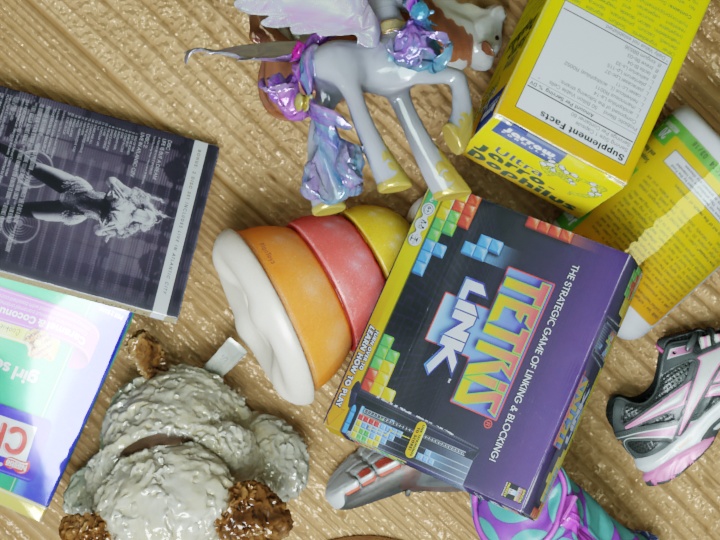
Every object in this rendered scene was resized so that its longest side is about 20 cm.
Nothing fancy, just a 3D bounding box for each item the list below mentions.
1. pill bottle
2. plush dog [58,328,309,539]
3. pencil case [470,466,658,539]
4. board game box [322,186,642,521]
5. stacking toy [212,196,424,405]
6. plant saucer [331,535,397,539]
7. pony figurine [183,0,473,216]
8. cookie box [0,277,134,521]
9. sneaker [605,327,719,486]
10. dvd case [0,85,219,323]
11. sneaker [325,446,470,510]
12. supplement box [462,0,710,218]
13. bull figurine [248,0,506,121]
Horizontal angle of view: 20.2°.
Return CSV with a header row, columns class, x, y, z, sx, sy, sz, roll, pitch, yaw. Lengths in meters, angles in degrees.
class,x,y,z,sx,sy,sz,roll,pitch,yaw
pill bottle,0.208,-0.019,1.529,0.200,0.111,0.111,-43,98,7
plush dog,-0.141,0.152,1.512,0.199,0.172,0.161,-12,124,1
pencil case,0.161,0.206,1.536,0.092,0.200,0.086,14,73,37
board game box,0.089,0.056,1.459,0.165,0.057,0.201,21,83,23
stacking toy,0.000,0.000,1.539,0.199,0.146,0.147,-26,100,-11
plant saucer,0.004,0.315,1.630,0.199,0.037,0.202,0,101,0
pony figurine,-0.012,-0.145,1.428,0.192,0.166,0.201,-8,79,-23
cookie box,-0.281,0.066,1.563,0.170,0.075,0.201,24,100,-4
sneaker,0.273,0.074,1.567,0.200,0.080,0.086,-43,87,2
dvd case,-0.218,-0.053,1.524,0.199,0.016,0.150,15,65,-7
sneaker,0.071,0.154,1.583,0.199,0.077,0.082,-25,106,5
supplement box,0.169,-0.158,1.470,0.108,0.110,0.201,28,75,-5
bull figurine,0.010,-0.184,1.523,0.199,0.065,0.122,-20,96,1
